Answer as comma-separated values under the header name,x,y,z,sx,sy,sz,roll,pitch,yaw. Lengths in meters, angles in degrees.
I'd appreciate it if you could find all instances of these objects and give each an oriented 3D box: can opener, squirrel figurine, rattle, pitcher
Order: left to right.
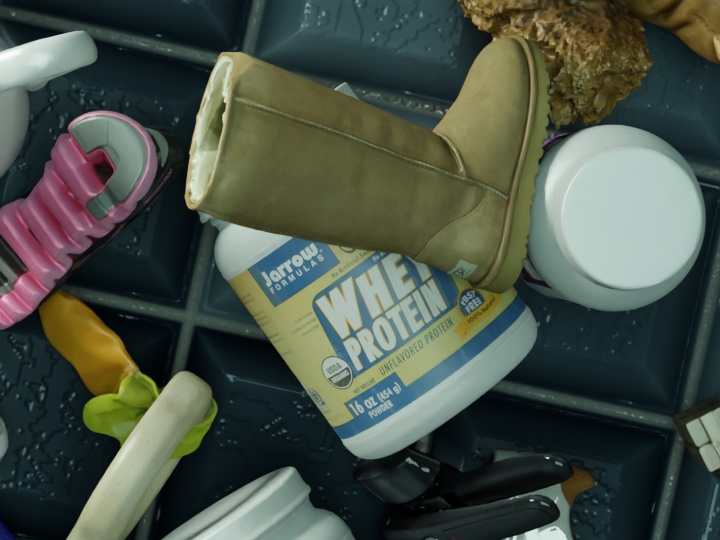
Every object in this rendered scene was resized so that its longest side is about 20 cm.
name,x,y,z,sx,sy,sz,roll,pitch,yaw
pitcher,-0.238,-0.105,1.315,0.171,0.200,0.122,-13,92,-4
rattle,-0.187,0.128,1.353,0.143,0.130,0.200,39,78,-13
can opener,0.065,0.145,1.352,0.078,0.200,0.064,22,75,-26
squirrel figurine,0.169,-0.182,1.390,0.187,0.142,0.200,40,98,-15

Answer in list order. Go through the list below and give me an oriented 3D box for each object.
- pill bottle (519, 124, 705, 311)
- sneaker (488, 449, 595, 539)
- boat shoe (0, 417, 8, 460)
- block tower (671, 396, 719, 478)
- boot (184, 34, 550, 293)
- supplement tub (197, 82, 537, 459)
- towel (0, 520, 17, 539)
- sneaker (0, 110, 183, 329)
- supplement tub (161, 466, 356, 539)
name,x,y,z,sx,sy,sz,roll,pitch,yaw
pill bottle,0.148,-0.032,1.343,0.112,0.200,0.113,0,92,-4
sneaker,0.115,0.219,1.411,0.084,0.073,0.201,6,90,-2
boat shoe,-0.320,0.133,1.391,0.199,0.074,0.067,-6,119,-4
block tower,0.305,0.074,1.430,0.200,0.058,0.054,-27,93,-1
boot,0.008,-0.087,1.273,0.200,0.066,0.176,18,60,-21
supplement tub,0.000,0.000,1.361,0.145,0.145,0.200,-36,94,-2
towel,-0.239,0.258,1.404,0.148,0.050,0.200,-38,95,5
sneaker,-0.188,-0.028,1.384,0.200,0.095,0.079,-35,86,23
supplement tub,-0.040,0.238,1.367,0.140,0.140,0.200,-32,94,-3
